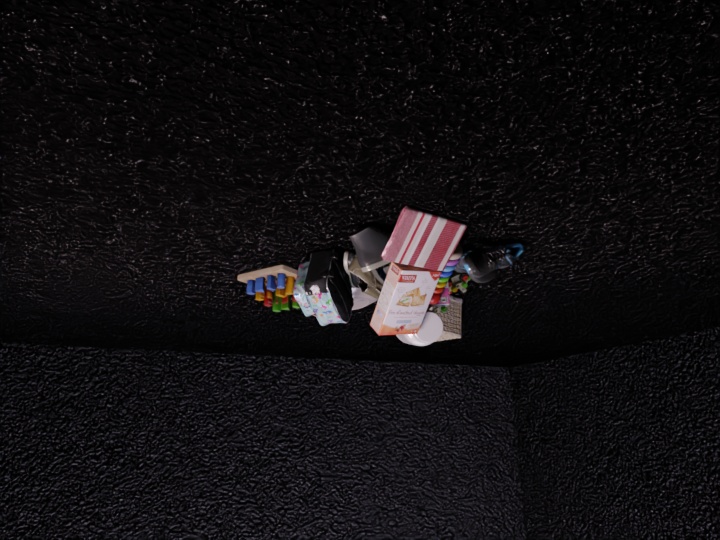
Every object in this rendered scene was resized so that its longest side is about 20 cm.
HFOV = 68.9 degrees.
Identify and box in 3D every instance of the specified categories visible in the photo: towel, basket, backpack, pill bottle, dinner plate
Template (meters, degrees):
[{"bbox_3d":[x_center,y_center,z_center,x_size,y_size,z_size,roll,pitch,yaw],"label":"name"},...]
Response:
[{"bbox_3d":[0.159,-0.075,1.307,0.200,0.023,0.144,11,116,-33],"label":"towel"},{"bbox_3d":[0.261,0.179,2.016,0.200,0.161,0.198,18,155,-42],"label":"basket"},{"bbox_3d":[-0.099,0.062,1.524,0.150,0.178,0.200,-14,133,20],"label":"backpack"},{"bbox_3d":[0.176,0.169,1.578,0.114,0.114,0.200,2,174,-9],"label":"pill bottle"},{"bbox_3d":[-0.036,0.099,1.705,0.200,0.024,0.200,-6,158,-3],"label":"dinner plate"}]

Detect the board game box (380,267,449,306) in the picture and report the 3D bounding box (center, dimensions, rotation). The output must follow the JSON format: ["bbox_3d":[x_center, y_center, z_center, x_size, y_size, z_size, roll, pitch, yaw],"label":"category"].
[{"bbox_3d":[0.162,0.037,1.573,0.200,0.148,0.064,-4,173,7],"label":"board game box"}]

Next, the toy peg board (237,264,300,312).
[{"bbox_3d":[-0.270,0.068,1.744,0.200,0.098,0.199,-12,159,31],"label":"toy peg board"}]

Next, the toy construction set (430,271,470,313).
[{"bbox_3d":[0.286,0.063,1.688,0.200,0.131,0.092,-30,-138,-33],"label":"toy construction set"}]

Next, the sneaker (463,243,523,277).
[{"bbox_3d":[0.361,-0.039,1.428,0.200,0.073,0.082,-17,165,-37],"label":"sneaker"}]

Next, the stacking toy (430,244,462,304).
[{"bbox_3d":[0.219,0.015,1.462,0.085,0.085,0.200,3,125,-12],"label":"stacking toy"}]

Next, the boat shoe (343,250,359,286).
[{"bbox_3d":[0.000,-0.002,1.573,0.066,0.075,0.199,1,153,12],"label":"boat shoe"}]

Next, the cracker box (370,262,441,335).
[{"bbox_3d":[0.119,0.075,1.402,0.134,0.200,0.058,2,-153,-33],"label":"cracker box"}]

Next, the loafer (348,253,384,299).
[{"bbox_3d":[0.027,0.040,1.483,0.200,0.070,0.075,53,164,-25],"label":"loafer"}]

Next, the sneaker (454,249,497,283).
[{"bbox_3d":[0.353,-0.012,1.557,0.200,0.073,0.082,14,157,-40],"label":"sneaker"}]

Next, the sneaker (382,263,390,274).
[{"bbox_3d":[0.082,-0.028,1.468,0.200,0.091,0.066,15,156,-40],"label":"sneaker"}]

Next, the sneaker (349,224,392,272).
[{"bbox_3d":[0.075,-0.081,1.348,0.200,0.106,0.075,-25,-173,-21],"label":"sneaker"}]
